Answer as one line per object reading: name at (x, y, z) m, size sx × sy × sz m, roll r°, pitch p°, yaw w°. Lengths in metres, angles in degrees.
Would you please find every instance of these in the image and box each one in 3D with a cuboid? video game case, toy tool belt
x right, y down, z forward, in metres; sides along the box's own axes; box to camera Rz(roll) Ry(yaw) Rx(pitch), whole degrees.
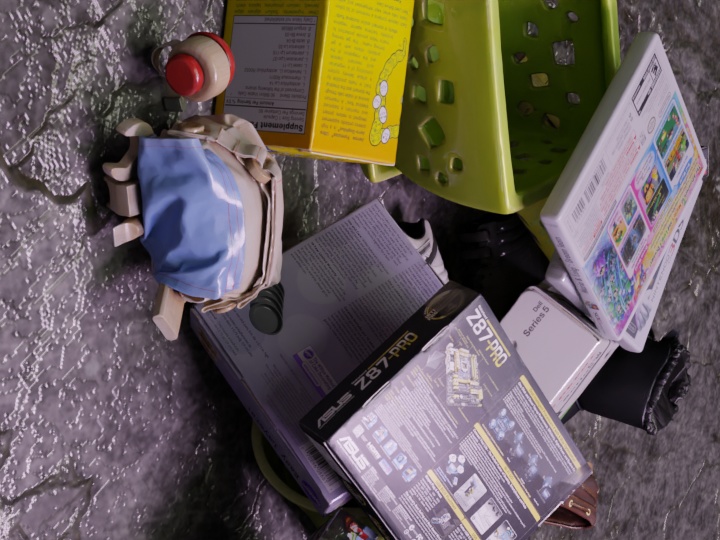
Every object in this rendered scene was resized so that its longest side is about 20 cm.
video game case at (0.229, -0.069, 1.273) m, size 0.200 × 0.024 × 0.182 m, roll -60°, pitch 141°, yaw -22°
video game case at (0.242, -0.040, 1.341) m, size 0.200 × 0.023 × 0.182 m, roll 35°, pitch 73°, yaw -53°
toy tool belt at (-0.126, -0.061, 1.079) m, size 0.123 × 0.125 × 0.201 m, roll -37°, pitch 124°, yaw -51°

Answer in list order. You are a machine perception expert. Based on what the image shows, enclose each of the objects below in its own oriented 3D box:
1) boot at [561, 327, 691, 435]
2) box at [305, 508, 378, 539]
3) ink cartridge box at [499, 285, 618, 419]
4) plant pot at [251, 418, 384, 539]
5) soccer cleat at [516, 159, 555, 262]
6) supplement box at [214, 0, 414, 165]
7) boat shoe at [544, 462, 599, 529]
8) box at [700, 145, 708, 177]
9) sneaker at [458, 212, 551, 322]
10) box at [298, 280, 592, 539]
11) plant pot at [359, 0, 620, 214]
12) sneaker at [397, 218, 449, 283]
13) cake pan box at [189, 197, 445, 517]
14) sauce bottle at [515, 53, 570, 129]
boot at (0.238, 0.136, 1.532) m, size 0.198 × 0.162 × 0.073 m, roll -56°, pitch 137°, yaw -27°
box at (-0.063, 0.276, 1.181) m, size 0.038 × 0.200 × 0.137 m, roll 36°, pitch 60°, yaw 0°
ink cartridge box at (0.161, 0.097, 1.398) m, size 0.146 × 0.084 × 0.200 m, roll -53°, pitch 166°, yaw 7°
plant pot at (0.026, 0.182, 1.280) m, size 0.200 × 0.200 × 0.190 m, roll -52°, pitch 144°, yaw -32°
soccer cleat at (0.199, -0.024, 1.408) m, size 0.200 × 0.065 × 0.084 m, roll 46°, pitch 37°, yaw -25°
supplement box at (-0.033, -0.189, 1.177) m, size 0.109 × 0.109 × 0.201 m, roll 4°, pitch 94°, yaw -51°
boat shoe at (0.162, 0.221, 1.476) m, size 0.200 × 0.070 × 0.071 m, roll 10°, pitch 70°, yaw -34°
box at (0.272, -0.102, 1.572) m, size 0.200 × 0.110 × 0.035 m, roll -20°, pitch 112°, yaw -48°
sneaker at (0.108, 0.014, 1.434) m, size 0.200 × 0.071 × 0.099 m, roll -43°, pitch 111°, yaw -25°
box at (0.068, 0.133, 1.115) m, size 0.161 × 0.049 × 0.200 m, roll -42°, pitch 120°, yaw -12°
plant pot at (0.099, -0.175, 1.287) m, size 0.200 × 0.181 × 0.200 m, roll -26°, pitch 116°, yaw -45°
sneaker at (0.000, 0.000, 1.298) m, size 0.200 × 0.076 × 0.088 m, roll -13°, pitch 93°, yaw -54°
cake pan box at (-0.006, 0.067, 1.170) m, size 0.184 × 0.200 × 0.052 m, roll -33°, pitch 167°, yaw -19°
sauce bottle at (0.185, -0.130, 1.432) m, size 0.200 × 0.065 × 0.065 m, roll 51°, pitch 53°, yaw -9°
